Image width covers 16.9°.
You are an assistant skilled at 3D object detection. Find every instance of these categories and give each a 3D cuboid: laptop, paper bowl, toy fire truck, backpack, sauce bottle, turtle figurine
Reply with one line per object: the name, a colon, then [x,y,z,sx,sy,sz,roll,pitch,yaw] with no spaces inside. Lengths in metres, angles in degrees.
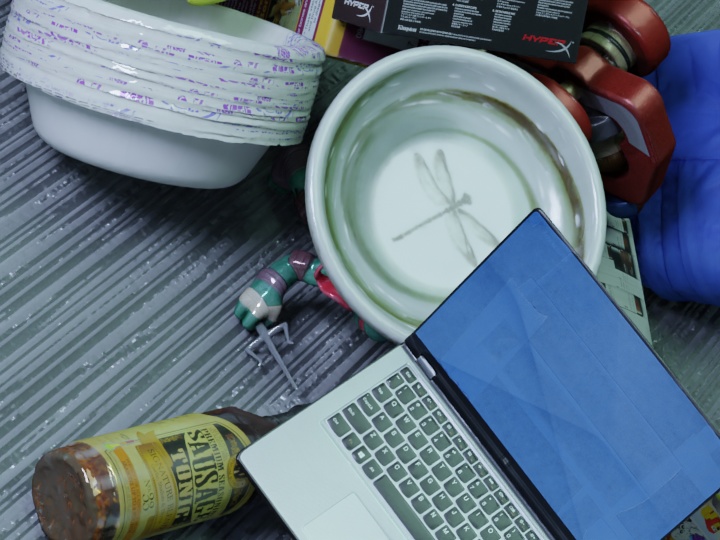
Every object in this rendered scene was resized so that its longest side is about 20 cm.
laptop: [0.068,0.108,1.354,0.200,0.116,0.188,-33,76,-21]
paper bowl: [-0.128,-0.117,1.527,0.200,0.105,0.201,14,10,-3]
toy fire truck: [0.140,-0.113,1.688,0.200,0.168,0.112,28,67,38]
backpack: [0.264,-0.073,1.792,0.162,0.167,0.201,-8,93,-45]
sauce bottle: [-0.096,0.113,1.408,0.199,0.066,0.066,-14,63,-43]
turtle figurine: [0.000,0.000,1.571,0.149,0.101,0.201,18,39,-25]

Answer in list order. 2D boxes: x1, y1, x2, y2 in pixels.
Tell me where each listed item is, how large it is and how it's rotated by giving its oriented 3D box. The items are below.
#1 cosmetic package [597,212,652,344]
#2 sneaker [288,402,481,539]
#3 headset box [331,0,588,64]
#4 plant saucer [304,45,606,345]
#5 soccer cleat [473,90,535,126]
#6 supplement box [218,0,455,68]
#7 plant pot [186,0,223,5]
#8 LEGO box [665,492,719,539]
cosmetic package: [0.157,0.038,1.689,0.082,0.051,0.201,17,45,-24]
sneaker: [0.032,0.120,1.454,0.070,0.099,0.200,42,53,-6]
headset box: [0.078,-0.242,1.535,0.148,0.201,0.077,5,10,-29]
plant saucer: [0.054,-0.037,1.507,0.199,0.050,0.201,5,75,-20]
soccer cleat: [0.084,-0.065,1.624,0.077,0.200,0.069,26,62,19]
supplement box: [-0.009,-0.212,1.657,0.103,0.132,0.200,12,10,-30]
plant pot: [-0.133,-0.279,1.571,0.181,0.200,0.200,21,9,-7]
LEGO box: [0.311,0.182,1.600,0.200,0.149,0.077,45,40,7]
